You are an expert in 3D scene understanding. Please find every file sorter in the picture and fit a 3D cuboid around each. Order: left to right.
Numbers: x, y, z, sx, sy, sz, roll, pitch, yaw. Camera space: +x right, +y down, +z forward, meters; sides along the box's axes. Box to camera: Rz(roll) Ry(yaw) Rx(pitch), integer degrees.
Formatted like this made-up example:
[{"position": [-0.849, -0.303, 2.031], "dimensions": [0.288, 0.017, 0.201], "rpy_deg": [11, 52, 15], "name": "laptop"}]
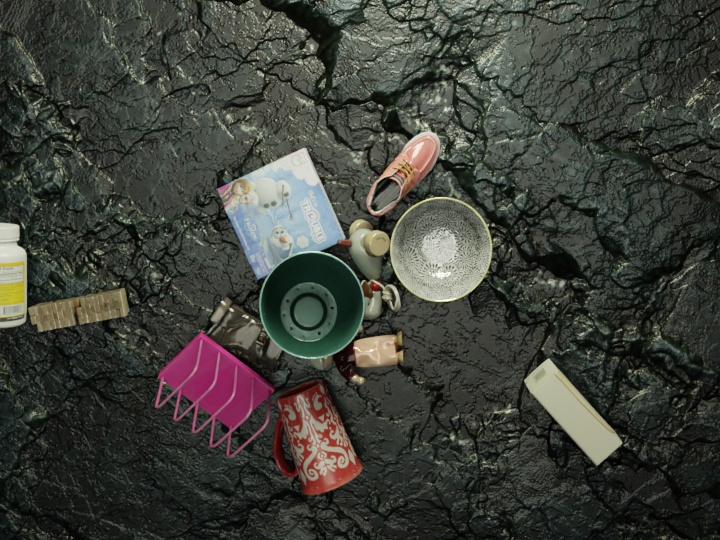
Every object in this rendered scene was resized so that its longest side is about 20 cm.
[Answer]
[{"position": [-0.291, 0.257, 1.717], "dimensions": [0.139, 0.126, 0.200], "rpy_deg": [-42, 114, 19], "name": "file sorter"}]

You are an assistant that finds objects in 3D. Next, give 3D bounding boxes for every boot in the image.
[{"position": [-0.248, 0.167, 1.772], "dimensions": [0.173, 0.069, 0.201], "rpy_deg": [31, 101, -6], "name": "boot"}]

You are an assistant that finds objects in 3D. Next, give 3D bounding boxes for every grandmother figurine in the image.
[{"position": [-0.010, 0.174, 1.769], "dimensions": [0.197, 0.061, 0.123], "rpy_deg": [-4, 71, 6], "name": "grandmother figurine"}]

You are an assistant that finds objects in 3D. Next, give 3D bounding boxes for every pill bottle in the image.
[{"position": [-0.736, 0.009, 1.749], "dimensions": [0.110, 0.111, 0.203], "rpy_deg": [4, 98, 2], "name": "pill bottle"}]

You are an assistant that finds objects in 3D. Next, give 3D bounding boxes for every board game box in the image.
[{"position": [-0.159, -0.114, 1.736], "dimensions": [0.197, 0.043, 0.202], "rpy_deg": [-24, 97, 5], "name": "board game box"}]

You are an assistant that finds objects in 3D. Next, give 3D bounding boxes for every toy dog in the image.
[{"position": [0.000, 0.000, 1.712], "dimensions": [0.095, 0.132, 0.203], "rpy_deg": [-10, 90, -25], "name": "toy dog"}]

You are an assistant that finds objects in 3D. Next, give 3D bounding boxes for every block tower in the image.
[{"position": [-0.576, 0.081, 1.781], "dimensions": [0.197, 0.058, 0.055], "rpy_deg": [-9, 98, 6], "name": "block tower"}]

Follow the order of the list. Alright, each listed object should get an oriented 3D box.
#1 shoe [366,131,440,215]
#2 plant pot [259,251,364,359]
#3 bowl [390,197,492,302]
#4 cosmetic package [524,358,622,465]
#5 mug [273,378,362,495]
[{"position": [0.085, -0.187, 1.689], "dimensions": [0.071, 0.091, 0.200], "rpy_deg": [41, 98, -4], "name": "shoe"}, {"position": [-0.099, 0.074, 1.688], "dimensions": [0.198, 0.161, 0.204], "rpy_deg": [1, 83, -7], "name": "plant pot"}, {"position": [0.156, -0.046, 1.705], "dimensions": [0.198, 0.094, 0.204], "rpy_deg": [0, 99, 1], "name": "bowl"}, {"position": [0.427, 0.283, 1.738], "dimensions": [0.073, 0.104, 0.200], "rpy_deg": [-43, 95, 7], "name": "cosmetic package"}, {"position": [-0.111, 0.343, 1.761], "dimensions": [0.175, 0.133, 0.202], "rpy_deg": [-20, 94, 4], "name": "mug"}]
